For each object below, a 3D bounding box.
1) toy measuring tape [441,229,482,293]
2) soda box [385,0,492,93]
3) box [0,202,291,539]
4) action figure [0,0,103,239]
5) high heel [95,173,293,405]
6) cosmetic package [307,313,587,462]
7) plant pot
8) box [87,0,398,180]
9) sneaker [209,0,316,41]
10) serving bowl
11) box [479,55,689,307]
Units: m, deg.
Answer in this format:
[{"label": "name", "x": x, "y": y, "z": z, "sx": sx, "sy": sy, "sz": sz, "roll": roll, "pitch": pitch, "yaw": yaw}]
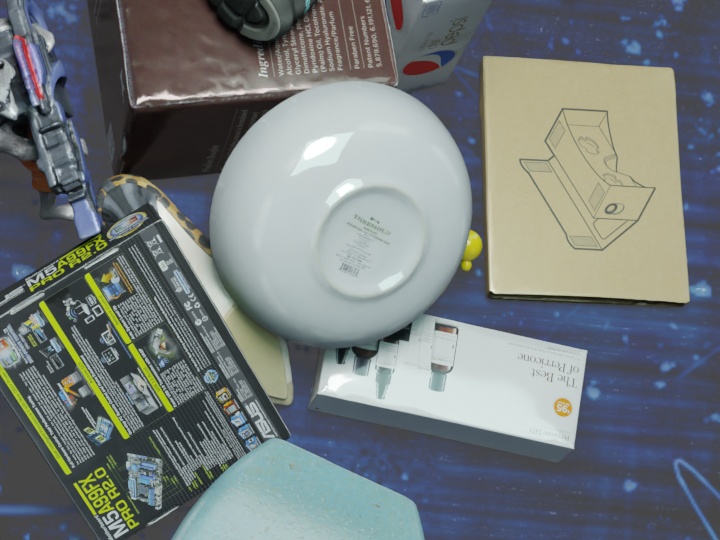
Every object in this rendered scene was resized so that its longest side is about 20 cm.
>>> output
[{"label": "toy measuring tape", "x": 0.000, "y": 0.000, "z": 1.686, "sx": 0.200, "sy": 0.074, "sz": 0.074, "roll": -8, "pitch": 75, "yaw": -21}, {"label": "soda box", "x": 0.046, "y": -0.199, "z": 1.692, "sx": 0.064, "sy": 0.200, "sz": 0.068, "roll": -15, "pitch": 76, "yaw": -15}, {"label": "box", "x": -0.165, "y": 0.076, "z": 1.580, "sx": 0.160, "sy": 0.044, "sz": 0.200, "roll": -32, "pitch": 114, "yaw": -5}, {"label": "action figure", "x": -0.248, "y": -0.091, "z": 1.594, "sx": 0.105, "sy": 0.193, "sz": 0.200, "roll": -18, "pitch": 69, "yaw": -2}, {"label": "high heel", "x": -0.122, "y": 0.011, "z": 1.680, "sx": 0.071, "sy": 0.143, "sz": 0.200, "roll": -39, "pitch": 118, "yaw": -2}, {"label": "cosmetic package", "x": 0.067, "y": 0.083, "z": 1.689, "sx": 0.200, "sy": 0.051, "sz": 0.083, "roll": 12, "pitch": 72, "yaw": -7}, {"label": "plant pot", "x": -0.058, "y": 0.237, "z": 1.550, "sx": 0.196, "sy": 0.196, "sz": 0.200, "roll": 24, "pitch": 60, "yaw": -3}, {"label": "box", "x": -0.092, "y": -0.175, "z": 1.676, "sx": 0.200, "sy": 0.166, "sz": 0.164, "roll": -6, "pitch": 74, "yaw": -13}, {"label": "sneaker", "x": -0.107, "y": -0.251, "z": 1.582, "sx": 0.200, "sy": 0.075, "sz": 0.079, "roll": 48, "pitch": 56, "yaw": 1}, {"label": "serving bowl", "x": -0.004, "y": -0.031, "z": 1.593, "sx": 0.200, "sy": 0.066, "sz": 0.200, "roll": -8, "pitch": 113, "yaw": -20}, {"label": "box", "x": 0.177, "y": -0.071, "z": 1.773, "sx": 0.163, "sy": 0.021, "sz": 0.200, "roll": 3, "pitch": 72, "yaw": -10}]
